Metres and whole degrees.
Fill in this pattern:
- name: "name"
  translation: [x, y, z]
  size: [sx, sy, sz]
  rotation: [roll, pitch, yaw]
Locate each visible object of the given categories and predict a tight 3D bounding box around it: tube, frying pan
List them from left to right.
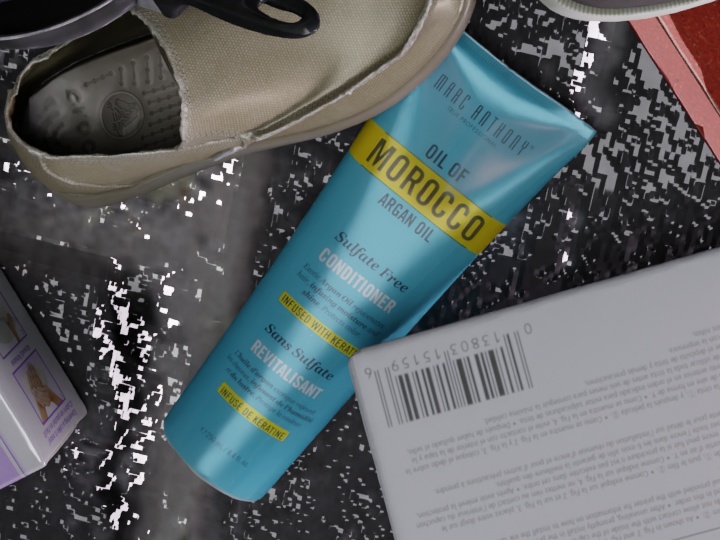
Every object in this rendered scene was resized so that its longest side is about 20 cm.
- name: "frying pan"
  translation: [-0.077, -0.119, 0.775]
  size: [0.188, 0.116, 0.031]
  rotation: [4, 143, 26]
- name: "tube"
  translation: [0.000, 0.000, 0.840]
  size: [0.077, 0.050, 0.201]
  rotation: [36, 105, -8]

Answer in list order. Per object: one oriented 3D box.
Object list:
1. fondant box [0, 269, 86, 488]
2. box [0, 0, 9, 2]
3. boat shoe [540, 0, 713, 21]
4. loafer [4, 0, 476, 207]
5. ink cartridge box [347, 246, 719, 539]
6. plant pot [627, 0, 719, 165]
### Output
- name: "fondant box"
  translation: [-0.226, 0.015, 0.880]
  size: [0.143, 0.058, 0.201]
  rotation: [-27, 102, 18]
- name: "box"
  translation: [-0.233, -0.180, 0.745]
  size: [0.195, 0.118, 0.201]
  rotation: [-12, 135, 15]
- name: "boat shoe"
  translation: [0.132, -0.128, 0.569]
  size: [0.200, 0.061, 0.072]
  rotation: [-29, 99, -3]
- name: "loafer"
  translation: [-0.048, -0.077, 0.799]
  size: [0.199, 0.068, 0.076]
  rotation: [-27, 83, 19]
- name: "ink cartridge box"
  translation: [0.113, 0.088, 0.792]
  size: [0.198, 0.044, 0.175]
  rotation: [-16, 82, 4]
- name: "plant pot"
  translation: [0.161, -0.131, 0.692]
  size: [0.175, 0.200, 0.201]
  rotation: [-33, 100, 8]
